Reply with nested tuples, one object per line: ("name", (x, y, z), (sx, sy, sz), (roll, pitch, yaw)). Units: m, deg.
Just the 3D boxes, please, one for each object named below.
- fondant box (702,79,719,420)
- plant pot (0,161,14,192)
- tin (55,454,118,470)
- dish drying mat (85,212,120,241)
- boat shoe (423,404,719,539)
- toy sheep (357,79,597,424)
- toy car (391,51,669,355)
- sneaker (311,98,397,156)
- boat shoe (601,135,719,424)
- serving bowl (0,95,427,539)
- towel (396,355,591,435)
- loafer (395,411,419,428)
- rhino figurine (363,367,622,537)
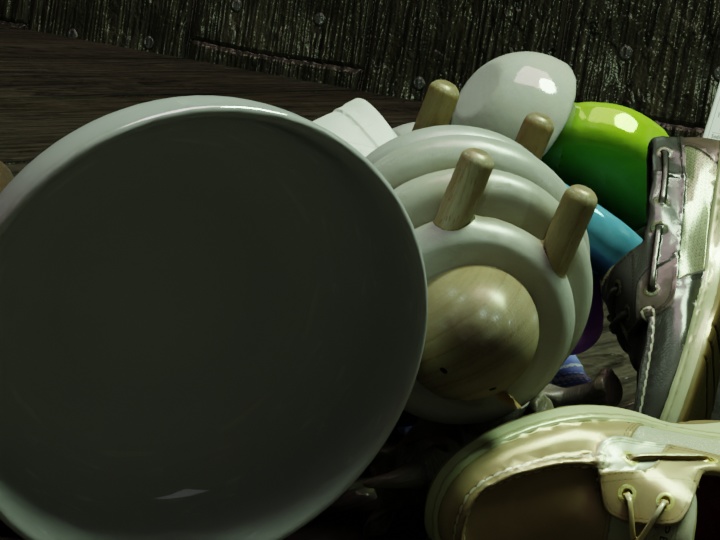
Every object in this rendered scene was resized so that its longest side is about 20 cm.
("fondant box", (0.216, -0.011, 1.147), (0.058, 0.201, 0.145), (12, -25, 22))
("plant pot", (-0.267, -0.017, 0.982), (0.199, 0.189, 0.186), (5, 9, -34))
("tin", (-0.145, 0.076, 0.960), (0.111, 0.042, 0.200), (12, 9, 0))
("dish drying mat", (-0.072, 0.037, 0.916), (0.200, 0.077, 0.018), (36, 32, -39))
("boat shoe", (0.126, 0.104, 0.908), (0.198, 0.075, 0.066), (-3, 26, -23))
("toy sheep", (0.042, -0.005, 0.936), (0.136, 0.139, 0.200), (7, 22, -6))
("toy car", (0.095, -0.011, 1.185), (0.175, 0.151, 0.199), (37, -48, -26))
("sneaker", (0.000, 0.000, 1.100), (0.115, 0.074, 0.200), (-24, 51, -21))
("boat shoe", (0.150, 0.016, 1.019), (0.064, 0.074, 0.201), (10, 52, 14))
("serving bowl", (-0.075, 0.019, 0.829), (0.198, 0.202, 0.066), (3, 23, -27))
("towel", (0.080, 0.072, 1.208), (0.143, 0.024, 0.200), (6, 10, -9))
("loafer", (-0.038, 0.035, 1.064), (0.198, 0.072, 0.063), (2, 36, 12))
("rhino figurine", (0.056, 0.087, 0.975), (0.087, 0.060, 0.199), (-12, -1, 33))
